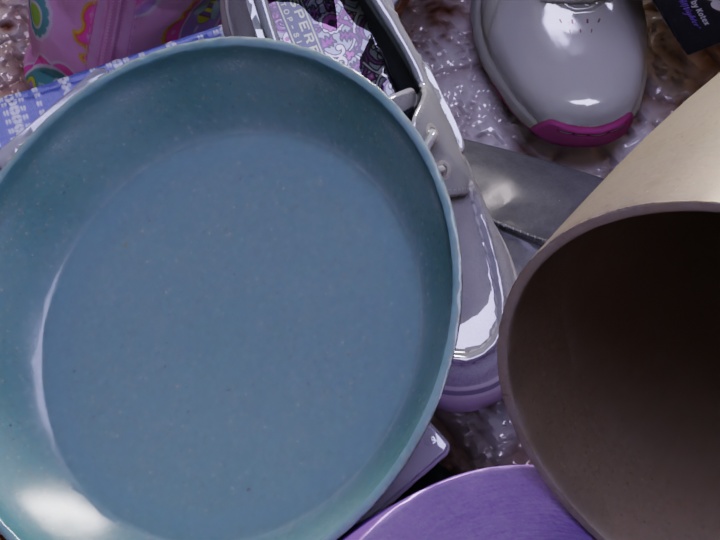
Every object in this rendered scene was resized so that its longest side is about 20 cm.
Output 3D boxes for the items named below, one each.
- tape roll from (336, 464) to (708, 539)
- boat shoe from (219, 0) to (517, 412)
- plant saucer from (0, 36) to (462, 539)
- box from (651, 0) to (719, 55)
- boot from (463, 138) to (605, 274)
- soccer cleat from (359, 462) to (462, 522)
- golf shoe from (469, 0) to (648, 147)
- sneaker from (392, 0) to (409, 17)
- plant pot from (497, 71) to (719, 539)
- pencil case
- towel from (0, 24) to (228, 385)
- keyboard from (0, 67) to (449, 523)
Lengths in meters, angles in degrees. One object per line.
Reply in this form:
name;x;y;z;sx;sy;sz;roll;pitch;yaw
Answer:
tape roll;0.052;0.168;0.884;0.200;0.066;0.201;9;69;-24
boat shoe;0.006;-0.046;0.978;0.072;0.069;0.200;-17;73;-8
plant saucer;-0.052;0.019;0.932;0.199;0.036;0.201;-8;70;22
box;0.165;-0.210;1.114;0.115;0.132;0.200;-18;35;29
boot;0.000;0.000;1.057;0.200;0.073;0.182;30;62;11
soccer cleat;-0.006;0.077;0.998;0.199;0.068;0.081;11;57;11
golf shoe;0.083;-0.146;1.136;0.075;0.092;0.200;-3;57;-4
sneaker;0.002;-0.169;1.144;0.080;0.071;0.200;23;51;-4
plant pot;0.169;-0.012;0.877;0.187;0.188;0.200;22;50;14
pencil case;-0.088;-0.152;1.072;0.087;0.200;0.088;7;41;-6
towel;-0.077;-0.012;1.012;0.199;0.024;0.145;-18;72;-8
keyboard;-0.053;0.011;0.979;0.056;0.011;0.200;-39;73;-13
